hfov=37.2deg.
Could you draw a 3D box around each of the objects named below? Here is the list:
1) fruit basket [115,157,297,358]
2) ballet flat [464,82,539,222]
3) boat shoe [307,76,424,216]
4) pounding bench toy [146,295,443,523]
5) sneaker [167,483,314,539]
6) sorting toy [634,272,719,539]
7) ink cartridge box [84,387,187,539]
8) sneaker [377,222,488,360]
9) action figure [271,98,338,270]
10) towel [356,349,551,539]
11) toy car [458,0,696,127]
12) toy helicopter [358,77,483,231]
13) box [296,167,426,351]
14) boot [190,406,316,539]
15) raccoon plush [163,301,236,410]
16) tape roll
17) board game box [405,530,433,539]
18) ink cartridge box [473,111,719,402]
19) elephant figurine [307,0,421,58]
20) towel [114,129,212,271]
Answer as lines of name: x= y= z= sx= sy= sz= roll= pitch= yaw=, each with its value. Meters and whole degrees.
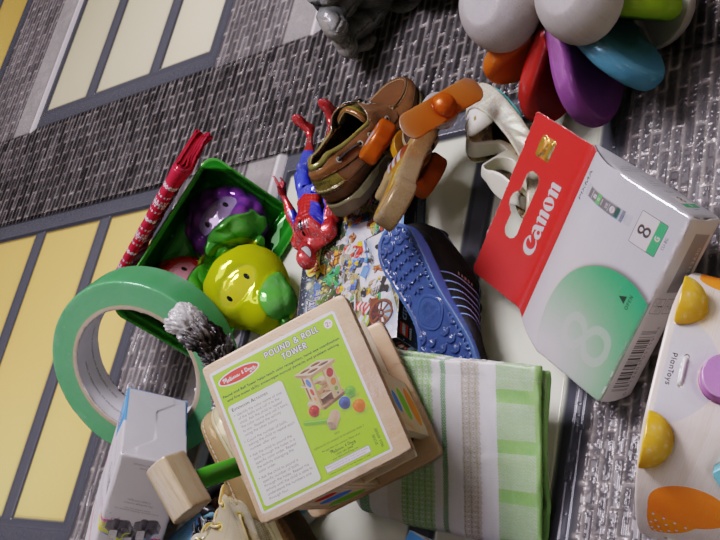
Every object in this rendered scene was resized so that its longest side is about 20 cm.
fruit basket: x=-0.154 y=-0.001 z=1.169 sx=0.215 sy=0.155 sz=0.217 roll=-43 pitch=27 yaw=28
ballet flat: x=0.132 y=-0.113 z=1.000 sx=0.062 sy=0.068 sz=0.201 roll=-16 pitch=41 yaw=-15
boat shoe: x=0.008 y=-0.148 z=1.111 sx=0.071 sy=0.068 sz=0.201 roll=-16 pitch=34 yaw=39
pounding bench toy: x=-0.055 y=0.132 z=0.856 sx=0.198 sy=0.156 sz=0.125 roll=-28 pitch=73 yaw=7
sneaker: x=-0.132 y=0.231 z=1.026 sx=0.199 sy=0.090 sz=0.079 roll=-39 pitch=44 yaw=23
sorting toy: x=0.292 y=0.094 z=0.720 sx=0.178 sy=0.107 sz=0.202 roll=10 pitch=71 yaw=26
ink cartridge box: x=-0.232 y=0.238 z=1.085 sx=0.115 sy=0.067 sz=0.202 roll=-106 pitch=33 yaw=-63
sneaker: x=0.084 y=0.046 z=0.956 sx=0.070 sy=0.077 sz=0.202 roll=-34 pitch=67 yaw=38
action figure: x=-0.054 y=-0.088 z=1.132 sx=0.065 sy=0.052 sz=0.202 roll=-21 pitch=54 yaw=30
towel: x=0.074 y=0.144 z=0.899 sx=0.198 sy=0.030 sz=0.152 roll=2 pitch=94 yaw=42
toy car: x=0.192 y=-0.204 z=0.955 sx=0.198 sy=0.174 sz=0.152 roll=5 pitch=99 yaw=45
toy helicopter: x=0.051 y=-0.103 z=0.971 sx=0.133 sy=0.078 sz=0.201 roll=-53 pitch=10 yaw=33
box: x=0.000 y=0.000 z=1.086 sx=0.135 sy=0.038 sz=0.202 roll=-19 pitch=53 yaw=35
boot: x=-0.131 y=0.230 z=0.942 sx=0.154 sy=0.202 sz=0.073 roll=-23 pitch=13 yaw=12
raccoon plush: x=-0.091 y=0.108 z=1.000 sx=0.133 sy=0.200 sz=0.097 roll=-19 pitch=38 yaw=51
tape roll: x=-0.227 y=0.097 z=1.132 sx=0.199 sy=0.201 sz=0.048 roll=-32 pitch=9 yaw=25
board game box: x=0.072 y=0.328 z=0.794 sx=0.199 sy=0.056 sz=0.198 roll=19 pitch=79 yaw=48
ink cartridge box: x=0.169 y=-0.018 z=0.866 sx=0.200 sy=0.050 sz=0.163 roll=40 pitch=119 yaw=39
elephant figurine: x=0.037 y=-0.342 z=1.222 sx=0.199 sy=0.156 sz=0.142 roll=-31 pitch=2 yaw=11
towel: x=-0.230 y=-0.057 z=1.199 sx=0.201 sy=0.022 sz=0.145 roll=-56 pitch=10 yaw=22
